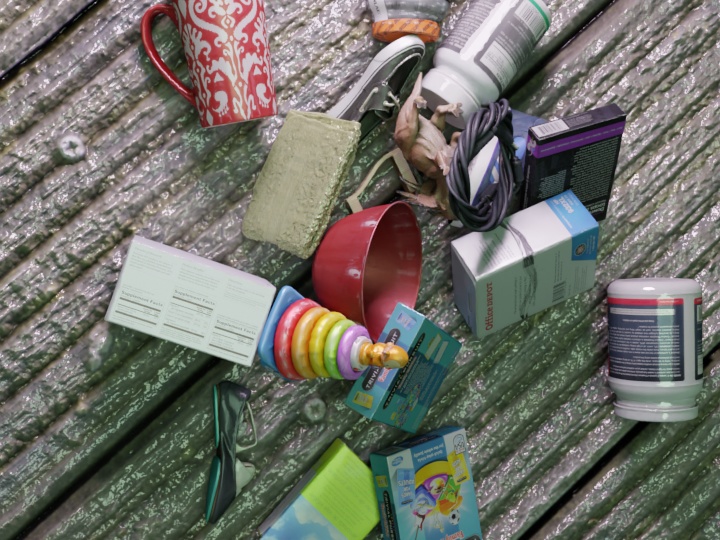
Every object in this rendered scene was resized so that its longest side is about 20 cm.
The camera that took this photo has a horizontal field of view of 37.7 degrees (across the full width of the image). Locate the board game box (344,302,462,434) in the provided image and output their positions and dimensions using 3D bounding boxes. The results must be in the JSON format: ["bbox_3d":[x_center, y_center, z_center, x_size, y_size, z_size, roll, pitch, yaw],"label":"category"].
[{"bbox_3d":[0.064,0.141,1.470,0.047,0.200,0.152,27,86,24],"label":"board game box"}]

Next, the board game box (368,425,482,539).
[{"bbox_3d":[0.100,0.345,1.532,0.150,0.047,0.203,-13,95,-35],"label":"board game box"}]

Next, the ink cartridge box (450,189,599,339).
[{"bbox_3d":[0.235,-0.007,1.519,0.198,0.146,0.084,-23,53,-10],"label":"ink cartridge box"}]

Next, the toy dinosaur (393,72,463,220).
[{"bbox_3d":[0.088,-0.165,1.464,0.085,0.135,0.202,-20,80,-34],"label":"toy dinosaur"}]

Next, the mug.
[{"bbox_3d":[-0.197,-0.302,1.453,0.133,0.176,0.203,-20,103,-46],"label":"mug"}]

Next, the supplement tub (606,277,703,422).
[{"bbox_3d":[0.439,0.115,1.573,0.138,0.140,0.203,-2,92,-11],"label":"supplement tub"}]

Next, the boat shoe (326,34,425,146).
[{"bbox_3d":[0.027,-0.239,1.481,0.200,0.070,0.064,-47,60,17],"label":"boat shoe"}]

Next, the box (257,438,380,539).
[{"bbox_3d":[-0.054,0.360,1.528,0.122,0.048,0.200,44,83,-10],"label":"box"}]

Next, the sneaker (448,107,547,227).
[{"bbox_3d":[0.228,-0.131,1.550,0.145,0.081,0.202,25,82,-7],"label":"sneaker"}]

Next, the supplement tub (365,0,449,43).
[{"bbox_3d":[0.068,-0.429,1.484,0.121,0.122,0.203,3,91,-12],"label":"supplement tub"}]

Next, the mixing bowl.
[{"bbox_3d":[0.000,0.000,1.471,0.107,0.200,0.203,8,91,25],"label":"mixing bowl"}]

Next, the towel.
[{"bbox_3d":[-0.082,-0.124,1.467,0.036,0.147,0.202,25,86,-50],"label":"towel"}]

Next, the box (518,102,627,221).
[{"bbox_3d":[0.301,-0.136,1.523,0.141,0.036,0.202,-17,136,-16],"label":"box"}]

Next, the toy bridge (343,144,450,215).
[{"bbox_3d":[0.063,-0.146,1.543,0.198,0.027,0.068,-29,96,-9],"label":"toy bridge"}]

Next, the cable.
[{"bbox_3d":[0.173,-0.140,1.416,0.050,0.200,0.165,12,116,28],"label":"cable"}]

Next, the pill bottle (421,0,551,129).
[{"bbox_3d":[0.175,-0.311,1.515,0.113,0.113,0.201,39,85,-10],"label":"pill bottle"}]

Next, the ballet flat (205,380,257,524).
[{"bbox_3d":[-0.180,0.258,1.489,0.072,0.073,0.203,4,89,-12],"label":"ballet flat"}]

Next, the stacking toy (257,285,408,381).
[{"bbox_3d":[-0.024,0.101,1.362,0.116,0.198,0.111,43,62,-53],"label":"stacking toy"}]

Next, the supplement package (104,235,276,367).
[{"bbox_3d":[-0.229,0.038,1.424,0.198,0.156,0.112,20,90,-11],"label":"supplement package"}]
